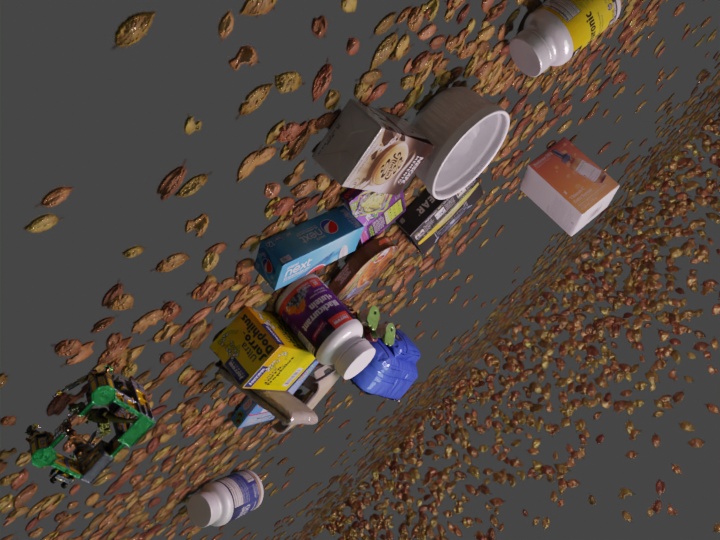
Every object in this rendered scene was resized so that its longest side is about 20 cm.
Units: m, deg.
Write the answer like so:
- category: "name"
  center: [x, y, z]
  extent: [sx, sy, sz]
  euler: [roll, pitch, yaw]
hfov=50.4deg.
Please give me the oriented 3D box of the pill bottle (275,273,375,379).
- category: "pill bottle"
  center: [-0.066, 0.111, 1.489]
  extent: [0.111, 0.200, 0.112]
  euler: [-37, 158, -18]

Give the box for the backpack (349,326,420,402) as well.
- category: "backpack"
  center: [0.044, 0.228, 1.985]
  extent: [0.199, 0.162, 0.169]
  euler: [16, 109, -52]

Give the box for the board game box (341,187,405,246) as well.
- category: "board game box"
  center: [0.029, -0.129, 1.464]
  extent: [0.120, 0.032, 0.200]
  euler: [-44, 159, -11]

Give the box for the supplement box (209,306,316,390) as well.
- category: "supplement box"
  center: [-0.180, 0.156, 1.485]
  extent: [0.110, 0.109, 0.200]
  euler: [-47, 159, 6]

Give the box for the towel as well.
- category: "towel"
  center: [-0.185, 0.246, 1.523]
  extent: [0.035, 0.199, 0.132]
  euler: [-58, 158, 3]

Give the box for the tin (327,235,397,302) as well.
- category: "tin"
  center: [0.000, 0.000, 1.599]
  extent: [0.112, 0.042, 0.200]
  euler: [-26, 162, -49]

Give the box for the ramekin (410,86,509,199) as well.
- category: "ramekin"
  center: [0.170, -0.242, 1.410]
  extent: [0.199, 0.105, 0.201]
  euler: [-38, 159, -17]

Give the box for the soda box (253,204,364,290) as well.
- category: "soda box"
  center: [-0.088, -0.043, 1.353]
  extent: [0.199, 0.064, 0.068]
  euler: [-27, 153, -38]

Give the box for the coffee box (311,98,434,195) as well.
- category: "coffee box"
  center: [0.025, -0.196, 1.256]
  extent: [0.113, 0.080, 0.199]
  euler: [-53, 158, 19]

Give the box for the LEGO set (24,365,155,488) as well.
- category: "LEGO set"
  center: [-0.428, 0.229, 1.211]
  extent: [0.153, 0.116, 0.201]
  euler: [33, 98, -39]

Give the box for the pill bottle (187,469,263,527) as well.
- category: "pill bottle"
  center: [-0.349, 0.592, 1.975]
  extent: [0.111, 0.111, 0.199]
  euler: [-53, 158, 20]

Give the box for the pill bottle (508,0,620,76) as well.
- category: "pill bottle"
  center: [0.368, -0.446, 1.395]
  extent: [0.199, 0.111, 0.112]
  euler: [-40, 159, -11]

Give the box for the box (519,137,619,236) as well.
- category: "box"
  center: [0.547, -0.222, 2.019]
  extent: [0.152, 0.200, 0.107]
  euler: [-36, 159, -20]

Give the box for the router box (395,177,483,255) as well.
- category: "router box"
  center: [0.177, -0.139, 1.686]
  extent: [0.200, 0.052, 0.157]
  euler: [-45, 159, 0]

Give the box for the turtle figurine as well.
- category: "turtle figurine"
  center: [-0.037, 0.150, 1.633]
  extent: [0.192, 0.146, 0.199]
  euler: [-12, -167, 38]

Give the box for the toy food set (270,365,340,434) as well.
- category: "toy food set"
  center: [-0.142, 0.321, 1.958]
  extent: [0.201, 0.060, 0.143]
  euler: [-51, 170, 18]

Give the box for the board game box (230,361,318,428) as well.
- category: "board game box"
  center: [-0.196, 0.277, 1.782]
  extent: [0.201, 0.037, 0.151]
  euler: [-51, 159, 16]
